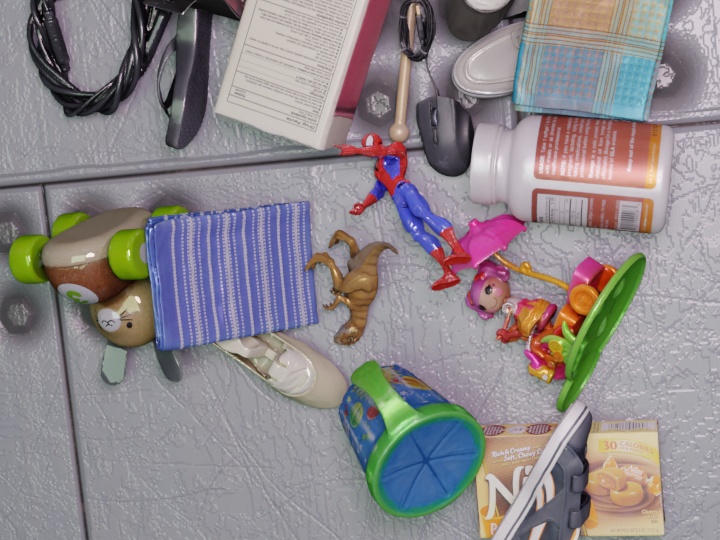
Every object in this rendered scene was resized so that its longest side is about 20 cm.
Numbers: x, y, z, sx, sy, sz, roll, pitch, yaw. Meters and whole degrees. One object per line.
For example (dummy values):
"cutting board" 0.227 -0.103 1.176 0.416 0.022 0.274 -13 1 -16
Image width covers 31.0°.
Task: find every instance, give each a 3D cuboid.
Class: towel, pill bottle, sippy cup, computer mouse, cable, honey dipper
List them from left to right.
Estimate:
"cable" -0.306 -0.270 1.464 0.163 0.051 0.200 28 103 8
"towel" -0.137 0.004 1.412 0.200 0.024 0.145 -9 99 -30
"sippy cup" 0.045 0.173 1.395 0.139 0.130 0.178 -6 121 -28
"honey dipper" 0.051 -0.237 1.396 0.038 0.038 0.200 7 101 12
"computer mouse" 0.075 -0.190 1.369 0.059 0.034 0.200 -4 113 34
"pill bottle" 0.217 -0.102 1.337 0.200 0.112 0.112 7 99 12
"towel" 0.235 -0.247 1.287 0.146 0.022 0.200 5 115 -6

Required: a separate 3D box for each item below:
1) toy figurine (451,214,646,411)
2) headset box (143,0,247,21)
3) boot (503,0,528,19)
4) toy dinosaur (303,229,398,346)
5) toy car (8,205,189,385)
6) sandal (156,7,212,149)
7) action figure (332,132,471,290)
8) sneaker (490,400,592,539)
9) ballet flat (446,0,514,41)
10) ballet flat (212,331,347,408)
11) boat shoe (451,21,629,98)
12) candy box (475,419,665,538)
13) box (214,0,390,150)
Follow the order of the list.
"toy figurine" 0.177 0.025 1.377 0.184 0.150 0.200 31 128 21
"headset box" -0.167 -0.362 1.366 0.148 0.075 0.200 20 83 20
"boot" 0.133 -0.357 1.351 0.165 0.066 0.200 -15 99 17
"toy dinosaur" 0.000 0.000 1.410 0.106 0.060 0.200 41 144 19
"toy car" -0.272 0.039 1.459 0.164 0.158 0.200 -2 109 25
"sandal" -0.196 -0.233 1.437 0.043 0.076 0.201 6 89 11
"action figure" 0.029 -0.070 1.368 0.200 0.099 0.065 64 148 32
"sneaker" 0.207 0.231 1.347 0.079 0.078 0.200 29 114 12
"ballet flat" 0.144 -0.319 1.286 0.068 0.068 0.200 31 104 1
"ballet flat" -0.106 0.097 1.462 0.200 0.069 0.070 33 103 6
"boat shoe" 0.187 -0.232 1.343 0.200 0.070 0.071 -14 86 13
"candy box" 0.226 0.227 1.410 0.200 0.055 0.116 -3 97 14
"box" -0.056 -0.243 1.381 0.128 0.109 0.200 21 102 9
